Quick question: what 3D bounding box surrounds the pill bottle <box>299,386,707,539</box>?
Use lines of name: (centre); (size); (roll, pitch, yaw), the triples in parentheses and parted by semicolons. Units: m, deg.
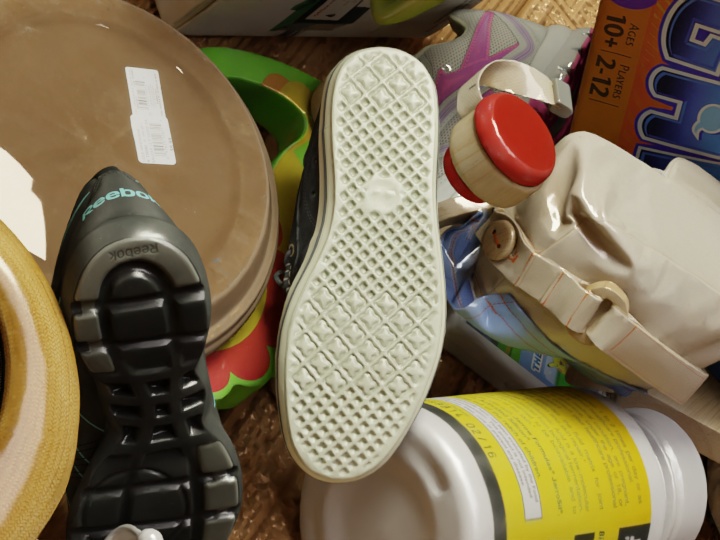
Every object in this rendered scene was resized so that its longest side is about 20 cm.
pill bottle: (0.075, 0.112, 1.266); (0.199, 0.111, 0.112); (-4, 69, -47)

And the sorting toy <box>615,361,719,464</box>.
sorting toy: (0.272, 0.050, 1.432); (0.198, 0.070, 0.200); (29, 36, 19)

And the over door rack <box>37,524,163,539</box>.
over door rack: (-0.109, 0.187, 1.029); (0.148, 0.066, 0.201); (36, 55, -30)

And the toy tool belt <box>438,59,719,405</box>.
toy tool belt: (0.089, -0.002, 1.261); (0.199, 0.123, 0.125); (27, 43, -35)

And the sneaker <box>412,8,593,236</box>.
sneaker: (0.049, -0.063, 1.378); (0.088, 0.082, 0.200); (20, 46, 14)

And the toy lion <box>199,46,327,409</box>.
toy lion: (-0.070, -0.020, 1.243); (0.191, 0.069, 0.201); (18, 54, -30)

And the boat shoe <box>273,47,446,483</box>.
boat shoe: (0.000, 0.000, 1.199); (0.074, 0.062, 0.201); (8, 72, -8)

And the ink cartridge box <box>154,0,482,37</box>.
ink cartridge box: (-0.030, -0.201, 1.372); (0.199, 0.084, 0.147); (-4, 69, -47)

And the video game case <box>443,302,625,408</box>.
video game case: (0.125, 0.009, 1.455); (0.182, 0.022, 0.201); (38, 44, -24)

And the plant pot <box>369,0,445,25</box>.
plant pot: (0.021, -0.243, 1.240); (0.181, 0.199, 0.201); (25, 49, -40)

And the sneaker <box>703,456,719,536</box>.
sneaker: (0.234, 0.162, 1.429); (0.074, 0.079, 0.201); (23, 52, -38)

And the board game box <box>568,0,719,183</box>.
board game box: (0.225, -0.134, 1.343); (0.199, 0.200, 0.201); (15, 49, 5)

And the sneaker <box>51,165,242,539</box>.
sneaker: (-0.091, 0.050, 1.102); (0.075, 0.201, 0.079); (-6, 34, -15)

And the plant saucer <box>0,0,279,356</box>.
plant saucer: (-0.122, -0.047, 1.176); (0.199, 0.029, 0.201); (15, 56, -23)

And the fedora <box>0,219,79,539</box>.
fedora: (-0.206, 0.055, 1.010); (0.199, 0.082, 0.202); (7, 70, -20)
